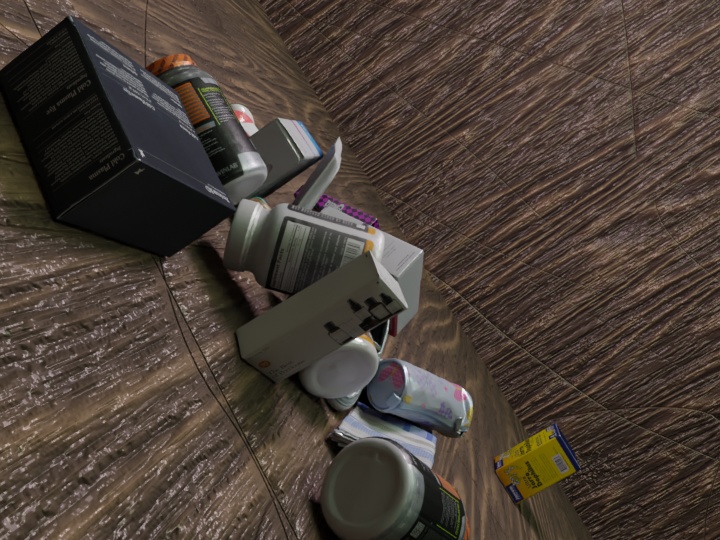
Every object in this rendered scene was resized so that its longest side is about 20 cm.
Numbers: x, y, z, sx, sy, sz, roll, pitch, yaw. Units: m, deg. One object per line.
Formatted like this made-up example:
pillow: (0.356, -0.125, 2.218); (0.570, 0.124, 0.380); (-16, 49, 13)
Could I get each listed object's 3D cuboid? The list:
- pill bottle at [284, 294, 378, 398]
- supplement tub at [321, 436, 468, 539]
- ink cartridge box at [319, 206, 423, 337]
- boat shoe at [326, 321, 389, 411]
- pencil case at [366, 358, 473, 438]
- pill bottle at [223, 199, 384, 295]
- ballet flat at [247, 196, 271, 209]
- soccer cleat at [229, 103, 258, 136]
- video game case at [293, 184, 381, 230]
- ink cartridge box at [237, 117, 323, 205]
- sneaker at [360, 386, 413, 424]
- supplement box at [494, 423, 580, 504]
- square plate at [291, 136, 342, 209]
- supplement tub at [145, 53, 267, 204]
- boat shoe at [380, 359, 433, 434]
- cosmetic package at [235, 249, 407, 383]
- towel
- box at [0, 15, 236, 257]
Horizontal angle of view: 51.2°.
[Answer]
pill bottle: (-0.051, 0.078, 1.103); (0.116, 0.116, 0.201); (48, 14, -42)
supplement tub: (0.050, 0.290, 0.905); (0.200, 0.122, 0.123); (47, 15, -45)
ink cartridge box: (0.000, 0.000, 1.275); (0.199, 0.083, 0.146); (26, -40, 25)
boat shoe: (-0.001, 0.124, 1.161); (0.070, 0.071, 0.201); (40, 41, -17)
pencil case: (0.098, 0.207, 1.202); (0.199, 0.083, 0.091); (31, 38, -41)
pill bottle: (-0.075, -0.023, 1.013); (0.198, 0.117, 0.116); (16, 16, -3)
ballet flat: (-0.129, -0.028, 1.215); (0.200, 0.067, 0.073); (54, 31, -28)
soccer cleat: (-0.210, -0.241, 1.471); (0.200, 0.068, 0.074); (49, 37, -56)
video game case: (-0.028, -0.066, 1.476); (0.199, 0.036, 0.182); (28, -26, 34)
ink cartridge box: (-0.157, -0.190, 1.301); (0.085, 0.144, 0.200); (56, 10, -5)
sneaker: (0.012, 0.193, 1.242); (0.200, 0.073, 0.082); (52, 28, -5)
supplement box: (0.474, 0.520, 2.028); (0.110, 0.199, 0.109); (57, 10, 0)
square plate: (-0.089, -0.138, 1.336); (0.028, 0.199, 0.200); (34, 15, -10)
supplement tub: (-0.226, -0.188, 1.040); (0.201, 0.122, 0.122); (60, 11, 5)
boat shoe: (0.083, 0.235, 1.331); (0.064, 0.075, 0.202); (-3, 39, -29)
cosmetic package: (-0.048, 0.061, 0.931); (0.083, 0.199, 0.051); (47, 17, -44)
towel: (0.041, 0.242, 1.094); (0.146, 0.024, 0.200); (21, 5, 9)
box: (-0.253, -0.132, 0.805); (0.183, 0.104, 0.200); (60, 11, 18)
